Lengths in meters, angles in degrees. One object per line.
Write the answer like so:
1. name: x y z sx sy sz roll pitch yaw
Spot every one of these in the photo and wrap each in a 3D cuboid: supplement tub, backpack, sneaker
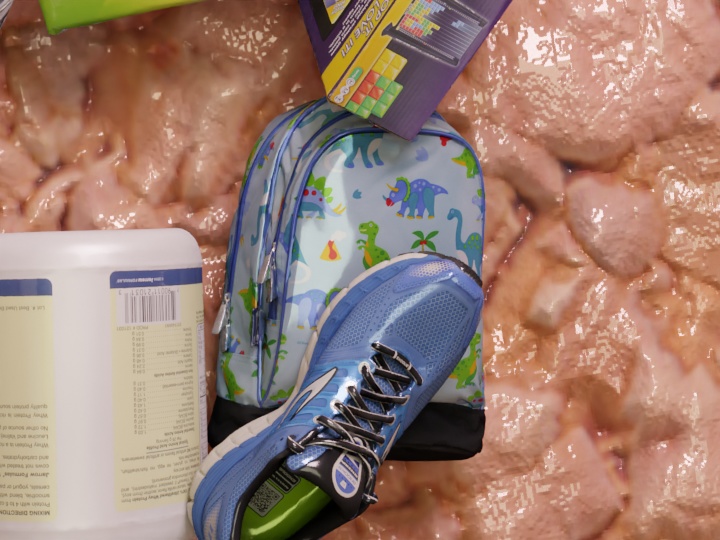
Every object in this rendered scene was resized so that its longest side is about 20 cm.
1. supplement tub: -0.155 0.079 0.883 0.144 0.145 0.202 -1 92 -5
2. backpack: 0.000 0.000 0.906 0.162 0.154 0.202 4 78 -14
3. sneaker: -0.004 0.080 0.814 0.078 0.089 0.200 36 97 -23

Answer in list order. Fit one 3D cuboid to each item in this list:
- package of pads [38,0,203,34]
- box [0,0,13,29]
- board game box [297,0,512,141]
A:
1. package of pads: -0.113 -0.237 0.853 0.153 0.068 0.201 -11 122 0
2. box: -0.299 -0.142 0.865 0.199 0.158 0.050 35 44 -5
3. board game box: 0.045 -0.193 0.844 0.056 0.166 0.200 24 117 -26
